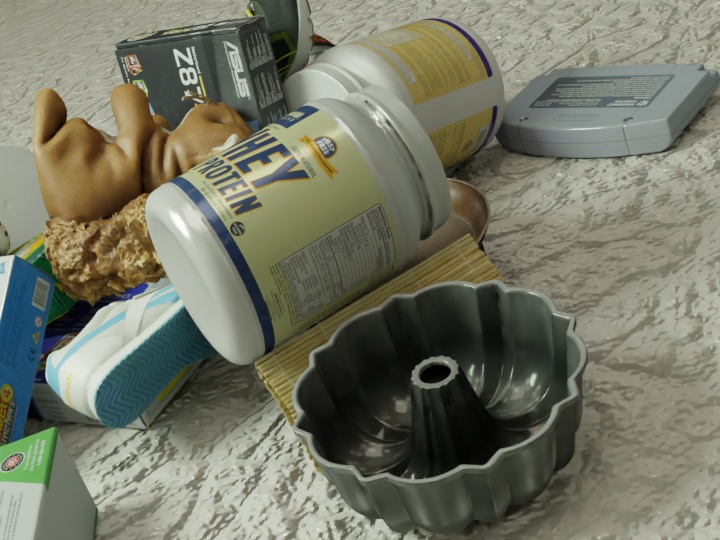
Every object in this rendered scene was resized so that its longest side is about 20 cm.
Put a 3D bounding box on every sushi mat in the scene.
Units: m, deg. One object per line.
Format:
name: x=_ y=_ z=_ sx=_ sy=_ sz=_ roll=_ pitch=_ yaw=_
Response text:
sushi mat: x=0.028 y=0.059 z=0.919 sx=0.198 sy=0.096 sz=0.012 roll=-30 pitch=-8 yaw=-17

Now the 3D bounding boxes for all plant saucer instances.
plant saucer: x=0.016 y=-0.013 z=1.035 sx=0.197 sy=0.032 sz=0.201 roll=-16 pitch=28 yaw=9

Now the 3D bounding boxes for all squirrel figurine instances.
squirrel figurine: x=-0.178 y=-0.064 z=1.077 sx=0.183 sy=0.142 sz=0.203 roll=-5 pitch=57 yaw=1

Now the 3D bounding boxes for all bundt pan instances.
bundt pan: x=0.058 y=0.096 z=0.825 sx=0.198 sy=0.077 sz=0.203 roll=-13 pitch=32 yaw=8

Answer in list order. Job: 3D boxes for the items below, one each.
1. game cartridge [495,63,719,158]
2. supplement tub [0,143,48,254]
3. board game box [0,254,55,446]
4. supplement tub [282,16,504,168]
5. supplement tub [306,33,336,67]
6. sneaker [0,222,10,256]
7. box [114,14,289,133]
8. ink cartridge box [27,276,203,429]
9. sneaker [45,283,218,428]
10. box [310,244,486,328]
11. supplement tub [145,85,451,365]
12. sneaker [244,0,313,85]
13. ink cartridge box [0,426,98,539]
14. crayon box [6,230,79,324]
game cartridge: x=0.234 y=-0.156 z=1.216 sx=0.198 sy=0.042 sz=0.133 roll=6 pitch=42 yaw=41
supplement tub: x=-0.427 y=-0.061 z=1.361 sx=0.198 sy=0.133 sz=0.132 roll=-8 pitch=27 yaw=49
board game box: x=-0.365 y=0.097 z=1.043 sx=0.193 sy=0.056 sz=0.203 roll=-6 pitch=64 yaw=26
supplement tub: x=0.029 y=-0.154 z=1.193 sx=0.144 sy=0.148 sz=0.199 roll=8 pitch=25 yaw=43
supplement tub: x=-0.054 y=-0.191 z=1.362 sx=0.121 sy=0.124 sz=0.200 roll=-23 pitch=21 yaw=-6
sneaker: x=-0.438 y=0.018 z=1.205 sx=0.198 sy=0.075 sz=0.116 roll=-31 pitch=20 yaw=21
box: x=-0.135 y=-0.128 z=1.168 sx=0.159 sy=0.203 sz=0.049 roll=1 pitch=24 yaw=35
ink cartridge box: x=-0.216 y=0.060 z=1.130 sx=0.195 sy=0.048 sz=0.200 roll=-2 pitch=32 yaw=35
sneaker: x=-0.165 y=0.044 z=1.010 sx=0.080 sy=0.078 sz=0.199 roll=18 pitch=38 yaw=33
box: x=0.000 y=0.000 z=1.095 sx=0.142 sy=0.037 sz=0.199 roll=-33 pitch=28 yaw=-22
supplement tub: x=-0.045 y=-0.039 z=0.935 sx=0.198 sy=0.147 sz=0.145 roll=-31 pitch=29 yaw=-18
sneaker: x=-0.101 y=-0.199 z=1.184 sx=0.083 sy=0.202 sz=0.075 roll=-10 pitch=45 yaw=-26
ink cartridge box: x=-0.293 y=0.210 z=0.865 sx=0.197 sy=0.085 sz=0.146 roll=-20 pitch=27 yaw=3
crayon box: x=-0.329 y=0.021 z=1.198 sx=0.198 sy=0.059 sz=0.119 roll=-27 pitch=19 yaw=33
